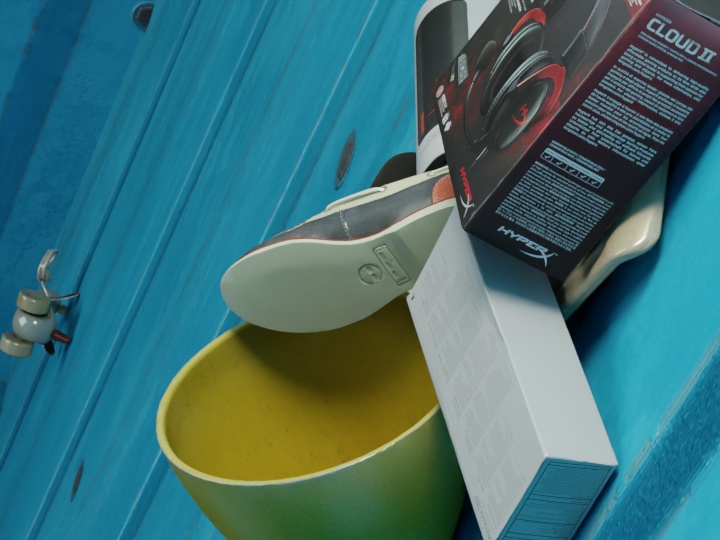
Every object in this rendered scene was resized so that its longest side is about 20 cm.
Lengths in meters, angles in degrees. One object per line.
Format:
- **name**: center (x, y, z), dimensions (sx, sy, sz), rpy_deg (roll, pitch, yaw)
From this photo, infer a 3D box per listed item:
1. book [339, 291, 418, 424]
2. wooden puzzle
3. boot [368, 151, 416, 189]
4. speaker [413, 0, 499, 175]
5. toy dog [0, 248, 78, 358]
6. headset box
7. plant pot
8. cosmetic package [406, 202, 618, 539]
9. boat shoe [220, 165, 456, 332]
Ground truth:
- **book**: center (-0.001, 0.082, 1.784), dimensions (0.200, 0.048, 0.134), rpy_deg (-42, 21, 28)
- **wooden puzzle**: center (0.134, -0.047, 1.549), dimensions (0.200, 0.037, 0.186), rpy_deg (135, 151, -55)
- **boot**: center (0.000, 0.000, 1.886), dimensions (0.200, 0.073, 0.076), rpy_deg (-46, -20, -41)
- **speaker**: center (0.076, -0.108, 1.765), dimensions (0.200, 0.081, 0.081), rpy_deg (-89, 20, -52)
- **toy dog**: center (-0.456, 0.070, 3.848), dimensions (0.200, 0.096, 0.132), rpy_deg (-65, -2, -57)
- **headset box**: center (0.132, -0.119, 1.455), dimensions (0.200, 0.075, 0.149), rpy_deg (-51, 27, 27)
- **plant pot**: center (-0.013, 0.126, 1.632), dimensions (0.200, 0.199, 0.142), rpy_deg (-95, -11, -59)
- **cosmetic package**: center (0.083, 0.060, 1.477), dimensions (0.083, 0.050, 0.200), rpy_deg (-61, 32, 37)
- **boat shoe**: center (0.005, -0.018, 1.625), dimensions (0.199, 0.071, 0.063), rpy_deg (-19, 33, 25)
